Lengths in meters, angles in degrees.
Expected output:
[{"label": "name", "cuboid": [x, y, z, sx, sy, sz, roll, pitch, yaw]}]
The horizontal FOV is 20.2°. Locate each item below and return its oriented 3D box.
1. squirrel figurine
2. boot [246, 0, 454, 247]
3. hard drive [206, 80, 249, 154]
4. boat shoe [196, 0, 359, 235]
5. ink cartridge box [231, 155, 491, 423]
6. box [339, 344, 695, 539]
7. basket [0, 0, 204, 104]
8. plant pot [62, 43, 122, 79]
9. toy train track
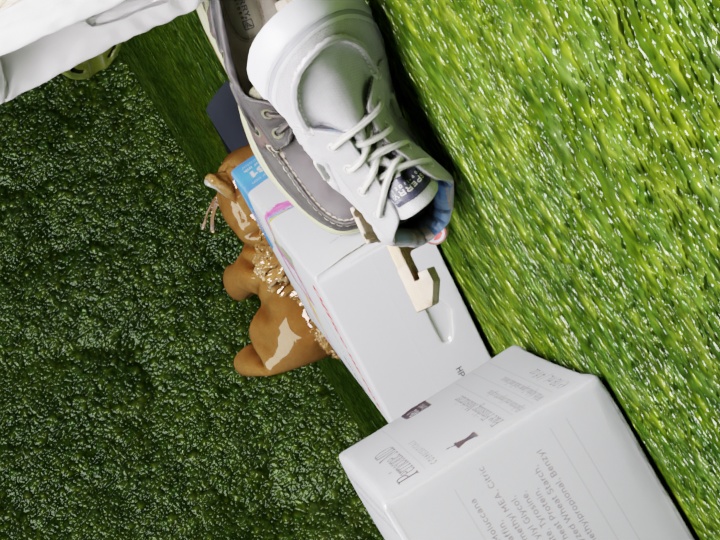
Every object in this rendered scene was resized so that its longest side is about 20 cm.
[{"label": "squirrel figurine", "cuboid": [-0.051, -0.019, 1.693, 0.200, 0.141, 0.187, 2, 114, 67]}, {"label": "boot", "cuboid": [0.007, -0.073, 1.043, 0.096, 0.074, 0.200, 51, -179, 17]}, {"label": "hard drive", "cuboid": [-0.082, -0.081, 1.955, 0.200, 0.042, 0.135, 55, 174, 38]}, {"label": "boat shoe", "cuboid": [-0.048, -0.112, 1.260, 0.200, 0.073, 0.065, 59, 180, 0]}, {"label": "ink cartridge box", "cuboid": [0.000, 0.000, 1.390, 0.145, 0.085, 0.200, 62, 173, -30]}, {"label": "box", "cuboid": [0.101, 0.162, 1.104, 0.200, 0.130, 0.199, 59, 175, -6]}, {"label": "basket", "cuboid": [-0.162, -0.209, 1.126, 0.161, 0.198, 0.200, 63, 175, -1]}, {"label": "plant pot", "cuboid": [-0.488, -0.409, 3.287, 0.184, 0.200, 0.201, 41, 166, 35]}, {"label": "toy train track", "cuboid": [0.007, -0.073, 1.188, 0.200, 0.032, 0.115, 65, -167, 2]}]
